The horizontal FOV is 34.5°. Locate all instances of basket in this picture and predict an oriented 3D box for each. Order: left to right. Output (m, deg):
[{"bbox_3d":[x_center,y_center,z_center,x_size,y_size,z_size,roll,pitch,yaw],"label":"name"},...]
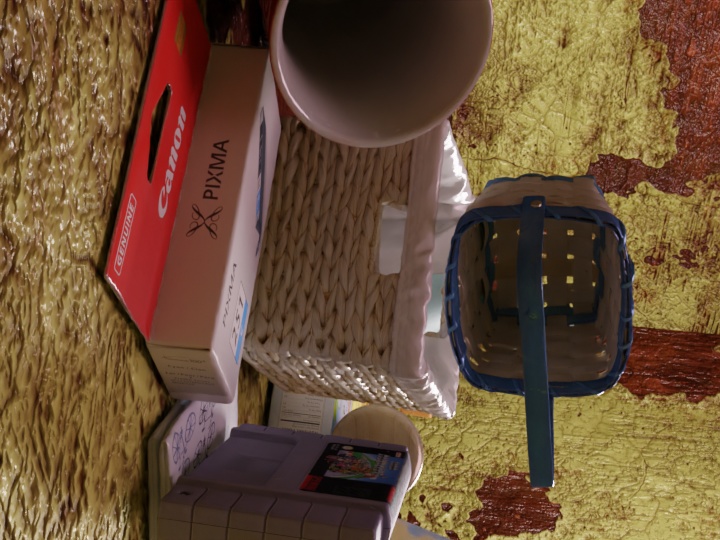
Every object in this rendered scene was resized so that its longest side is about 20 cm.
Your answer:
[{"bbox_3d":[0.000,0.000,0.926,0.200,0.158,0.202,56,40,-70],"label":"basket"},{"bbox_3d":[0.129,0.032,0.843,0.201,0.136,0.179,-79,165,-61],"label":"basket"}]

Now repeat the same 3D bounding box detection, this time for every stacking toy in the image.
[{"bbox_3d":[0.013,0.183,1.094,0.200,0.084,0.087,92,5,-75],"label":"stacking toy"}]

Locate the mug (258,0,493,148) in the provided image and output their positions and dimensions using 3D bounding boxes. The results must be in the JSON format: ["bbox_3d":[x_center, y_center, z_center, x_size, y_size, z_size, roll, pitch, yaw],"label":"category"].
[{"bbox_3d":[-0.015,-0.200,0.722,0.201,0.132,0.179,-111,177,-55],"label":"mug"}]

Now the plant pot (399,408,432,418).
[{"bbox_3d":[0.035,0.081,1.504,0.200,0.137,0.204,6,90,-83],"label":"plant pot"}]

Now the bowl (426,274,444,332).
[{"bbox_3d":[0.044,-0.012,1.158,0.201,0.103,0.205,-6,90,-88],"label":"bowl"}]

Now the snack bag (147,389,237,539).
[{"bbox_3d":[-0.108,0.168,0.773,0.189,0.021,0.204,-65,159,-74],"label":"snack bag"}]

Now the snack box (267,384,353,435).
[{"bbox_3d":[-0.044,0.123,1.131,0.169,0.066,0.204,80,15,-68],"label":"snack box"}]

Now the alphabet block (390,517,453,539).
[{"bbox_3d":[0.020,0.384,1.132,0.202,0.193,0.198,-77,-168,-46],"label":"alphabet block"}]

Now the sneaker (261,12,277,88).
[{"bbox_3d":[-0.041,-0.216,0.936,0.201,0.076,0.087,-67,174,-50],"label":"sneaker"}]

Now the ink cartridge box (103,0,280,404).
[{"bbox_3d":[-0.089,-0.047,0.676,0.177,0.044,0.203,84,12,-65],"label":"ink cartridge box"}]

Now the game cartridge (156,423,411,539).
[{"bbox_3d":[-0.037,0.134,0.722,0.200,0.127,0.039,-33,125,-82],"label":"game cartridge"}]
